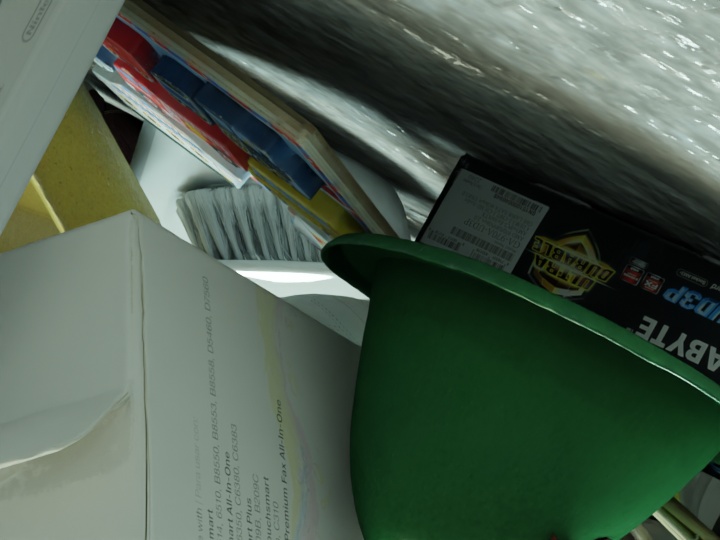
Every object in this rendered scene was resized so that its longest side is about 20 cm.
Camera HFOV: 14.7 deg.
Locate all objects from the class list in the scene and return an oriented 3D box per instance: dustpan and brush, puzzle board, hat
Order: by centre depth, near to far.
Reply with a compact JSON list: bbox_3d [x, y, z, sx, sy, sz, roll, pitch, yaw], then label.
[{"bbox_3d":[0.026,0.099,0.901,0.165,0.177,0.200,20,170,28],"label":"hat"},{"bbox_3d":[-0.061,-0.060,0.992,0.200,0.017,0.151,37,173,32],"label":"puzzle board"},{"bbox_3d":[0.000,0.000,1.153,0.199,0.058,0.140,5,151,-11],"label":"dustpan and brush"}]

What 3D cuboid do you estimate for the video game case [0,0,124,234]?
[{"bbox_3d":[-0.164,-0.048,0.914,0.024,0.201,0.182,32,173,-40],"label":"video game case"}]

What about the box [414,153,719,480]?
[{"bbox_3d":[0.125,0.037,1.028,0.158,0.046,0.200,26,172,31],"label":"box"}]

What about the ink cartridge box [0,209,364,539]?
[{"bbox_3d":[-0.078,0.076,0.917,0.128,0.126,0.200,-18,150,26],"label":"ink cartridge box"}]

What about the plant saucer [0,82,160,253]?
[{"bbox_3d":[-0.158,-0.071,1.141,0.200,0.048,0.201,17,139,58],"label":"plant saucer"}]

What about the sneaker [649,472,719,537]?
[{"bbox_3d":[0.151,0.084,1.259,0.076,0.075,0.200,45,171,9],"label":"sneaker"}]

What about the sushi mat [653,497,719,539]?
[{"bbox_3d":[0.088,0.065,1.052,0.200,0.012,0.096,42,-179,37],"label":"sushi mat"}]

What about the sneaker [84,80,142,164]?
[{"bbox_3d":[-0.093,-0.021,1.291,0.115,0.076,0.200,21,-155,-14],"label":"sneaker"}]

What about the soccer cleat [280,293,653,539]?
[{"bbox_3d":[0.040,0.071,1.053,0.200,0.069,0.078,34,179,-25],"label":"soccer cleat"}]

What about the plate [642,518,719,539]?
[{"bbox_3d":[0.107,0.132,1.219,0.199,0.033,0.200,13,170,14],"label":"plate"}]
